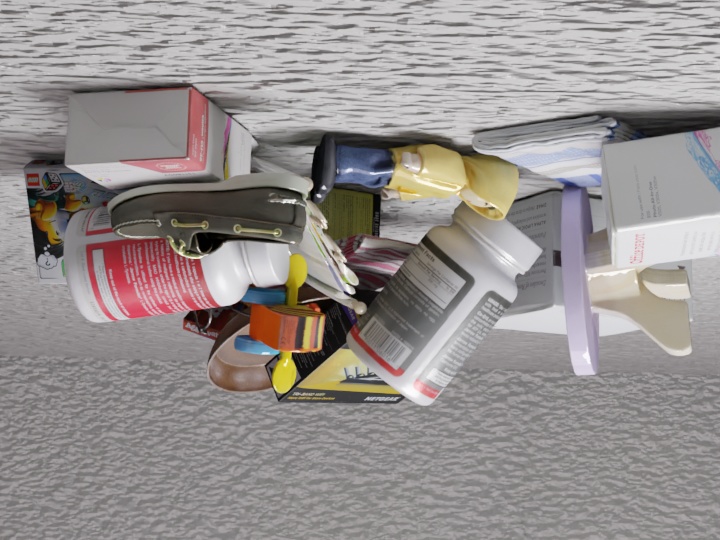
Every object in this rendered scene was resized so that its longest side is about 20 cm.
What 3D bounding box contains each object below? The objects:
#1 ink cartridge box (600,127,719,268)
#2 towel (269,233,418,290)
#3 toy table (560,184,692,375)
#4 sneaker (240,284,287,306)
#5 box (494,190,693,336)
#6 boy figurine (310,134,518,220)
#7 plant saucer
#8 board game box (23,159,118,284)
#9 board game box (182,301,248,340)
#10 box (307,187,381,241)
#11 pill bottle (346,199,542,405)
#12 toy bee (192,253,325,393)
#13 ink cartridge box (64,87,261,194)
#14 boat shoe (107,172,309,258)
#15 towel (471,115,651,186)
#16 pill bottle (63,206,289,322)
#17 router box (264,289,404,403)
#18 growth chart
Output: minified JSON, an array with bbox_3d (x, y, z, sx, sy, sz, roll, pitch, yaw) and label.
[{"bbox_3d":[0.318,-0.068,1.286,0.199,0.088,0.145,-10,166,8],"label":"ink cartridge box"},{"bbox_3d":[0.000,0.000,1.564,0.146,0.030,0.200,9,165,-37],"label":"towel"},{"bbox_3d":[0.271,0.003,1.459,0.117,0.201,0.184,-6,172,16],"label":"toy table"},{"bbox_3d":[-0.114,0.007,1.713,0.077,0.078,0.200,-5,-141,-41],"label":"sneaker"},{"bbox_3d":[0.246,-0.001,1.656,0.198,0.131,0.200,6,170,-27],"label":"box"},{"bbox_3d":[0.052,-0.087,1.379,0.199,0.065,0.124,7,167,-14],"label":"boy figurine"},{"bbox_3d":[-0.082,0.072,1.608,0.200,0.035,0.200,-18,154,-9],"label":"plant saucer"},{"bbox_3d":[-0.237,-0.050,1.461,0.199,0.127,0.035,0,-160,9],"label":"board game box"},{"bbox_3d":[-0.127,0.026,1.754,0.103,0.020,0.200,16,-143,14],"label":"board game box"},{"bbox_3d":[-0.072,-0.057,1.546,0.199,0.076,0.050,6,170,-33],"label":"box"},{"bbox_3d":[0.087,0.027,1.459,0.114,0.200,0.114,38,-174,-5],"label":"pill bottle"},{"bbox_3d":[-0.077,0.043,1.448,0.108,0.131,0.200,3,-154,-30],"label":"toy bee"},{"bbox_3d":[-0.170,-0.104,1.294,0.116,0.068,0.200,-2,170,15],"label":"ink cartridge box"},{"bbox_3d":[-0.138,-0.044,1.263,0.201,0.061,0.072,-6,168,25],"label":"boat shoe"},{"bbox_3d":[0.212,-0.107,1.356,0.146,0.024,0.200,-4,169,34],"label":"towel"},{"bbox_3d":[-0.175,-0.016,1.385,0.199,0.113,0.112,-7,169,11],"label":"pill bottle"},{"bbox_3d":[0.016,0.090,1.624,0.200,0.052,0.157,5,142,-45],"label":"router box"},{"bbox_3d":[-0.056,-0.035,1.415,0.145,0.018,0.200,32,155,43],"label":"growth chart"}]
